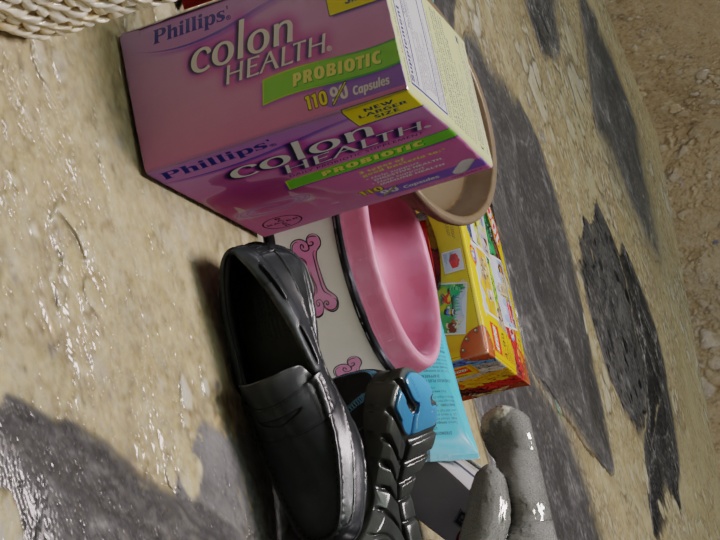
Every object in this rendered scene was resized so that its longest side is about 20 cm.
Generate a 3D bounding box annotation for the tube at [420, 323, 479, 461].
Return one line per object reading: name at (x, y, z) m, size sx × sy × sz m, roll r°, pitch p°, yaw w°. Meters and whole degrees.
tube at (0.041, 0.064, 1.527) m, size 0.050 × 0.077 × 0.201 m, roll 93°, pitch -11°, yaw -56°

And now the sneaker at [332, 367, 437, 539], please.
sneaker at (-0.005, 0.162, 1.252) m, size 0.073 × 0.082 × 0.201 m, roll 32°, pitch 65°, yaw -48°

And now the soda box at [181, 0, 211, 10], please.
soda box at (-0.087, -0.252, 1.378) m, size 0.200 × 0.070 × 0.064 m, roll -70°, pitch 142°, yaw -65°

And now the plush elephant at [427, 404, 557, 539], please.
plush elephant at (0.067, 0.225, 1.335) m, size 0.200 × 0.154 × 0.165 m, roll -98°, pitch 174°, yaw -53°

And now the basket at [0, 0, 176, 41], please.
basket at (-0.153, -0.236, 0.963) m, size 0.200 × 0.160 × 0.199 m, roll 3°, pitch 72°, yaw -73°

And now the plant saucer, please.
plant saucer at (0.043, -0.127, 1.463) m, size 0.200 × 0.029 × 0.201 m, roll 38°, pitch 43°, yaw -46°

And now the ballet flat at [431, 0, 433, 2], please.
ballet flat at (-0.016, -0.228, 1.496) m, size 0.200 × 0.074 × 0.075 m, roll -14°, pitch 88°, yaw -50°

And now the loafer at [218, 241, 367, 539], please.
loafer at (-0.049, 0.079, 1.206) m, size 0.070 × 0.068 × 0.201 m, roll 8°, pitch 64°, yaw -61°

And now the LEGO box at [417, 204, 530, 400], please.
LEGO box at (0.079, 0.002, 1.696) m, size 0.149 × 0.077 × 0.201 m, roll 37°, pitch 40°, yaw -66°

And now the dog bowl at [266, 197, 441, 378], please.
dog bowl at (0.000, 0.000, 1.432) m, size 0.200 × 0.073 × 0.201 m, roll -16°, pitch 90°, yaw -75°

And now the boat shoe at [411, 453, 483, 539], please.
boat shoe at (0.118, 0.211, 1.491) m, size 0.200 × 0.072 × 0.066 m, roll 37°, pitch 27°, yaw 21°

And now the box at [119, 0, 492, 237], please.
box at (-0.029, -0.108, 1.240) m, size 0.200 × 0.175 × 0.097 m, roll 32°, pitch 44°, yaw -68°
